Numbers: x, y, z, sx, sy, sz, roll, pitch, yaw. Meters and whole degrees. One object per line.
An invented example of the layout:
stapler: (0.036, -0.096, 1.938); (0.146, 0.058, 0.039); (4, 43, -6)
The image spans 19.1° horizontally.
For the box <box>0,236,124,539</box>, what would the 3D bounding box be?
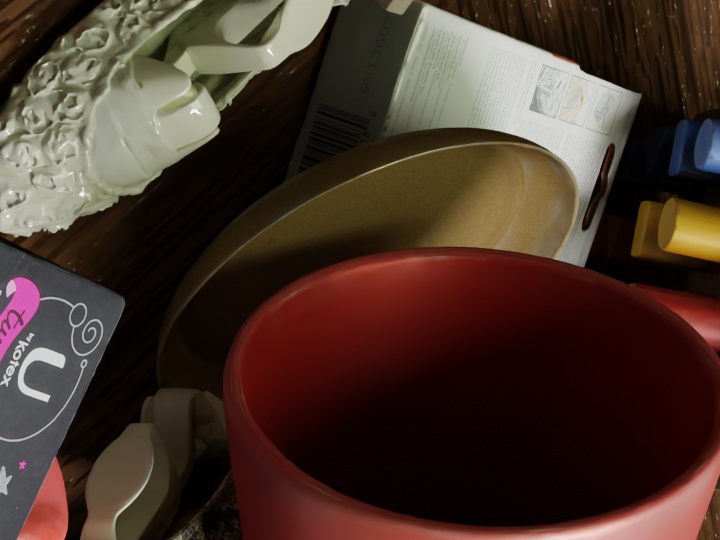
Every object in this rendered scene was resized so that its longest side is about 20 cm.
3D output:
box: (-0.192, 0.065, 0.700); (0.115, 0.132, 0.201); (30, 84, -57)

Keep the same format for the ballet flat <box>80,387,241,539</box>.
ballet flat: (-0.076, 0.092, 0.876); (0.200, 0.068, 0.076); (-57, 131, -64)

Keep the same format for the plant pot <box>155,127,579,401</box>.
plant pot: (0.000, 0.000, 0.921); (0.199, 0.028, 0.200); (-22, 153, -12)

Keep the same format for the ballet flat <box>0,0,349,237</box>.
ballet flat: (-0.066, -0.085, 0.838); (0.200, 0.072, 0.072); (-47, 139, -25)

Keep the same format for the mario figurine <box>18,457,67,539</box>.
mario figurine: (-0.178, 0.125, 0.811); (0.106, 0.124, 0.201); (12, 110, -15)

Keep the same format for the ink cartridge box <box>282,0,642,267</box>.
ink cartridge box: (0.052, -0.059, 1.012); (0.200, 0.050, 0.109); (11, 99, -54)

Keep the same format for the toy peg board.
toy peg board: (0.155, 0.004, 1.083); (0.097, 0.200, 0.200); (11, 87, -10)

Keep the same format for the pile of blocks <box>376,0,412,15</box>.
pile of blocks: (0.048, -0.205, 0.906); (0.062, 0.082, 0.201); (7, 102, -52)

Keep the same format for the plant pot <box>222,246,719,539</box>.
plant pot: (0.039, 0.114, 0.851); (0.200, 0.200, 0.178); (-27, 133, -42)

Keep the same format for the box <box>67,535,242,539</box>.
box: (-0.091, 0.195, 0.962); (0.200, 0.049, 0.160); (-2, 107, -51)
